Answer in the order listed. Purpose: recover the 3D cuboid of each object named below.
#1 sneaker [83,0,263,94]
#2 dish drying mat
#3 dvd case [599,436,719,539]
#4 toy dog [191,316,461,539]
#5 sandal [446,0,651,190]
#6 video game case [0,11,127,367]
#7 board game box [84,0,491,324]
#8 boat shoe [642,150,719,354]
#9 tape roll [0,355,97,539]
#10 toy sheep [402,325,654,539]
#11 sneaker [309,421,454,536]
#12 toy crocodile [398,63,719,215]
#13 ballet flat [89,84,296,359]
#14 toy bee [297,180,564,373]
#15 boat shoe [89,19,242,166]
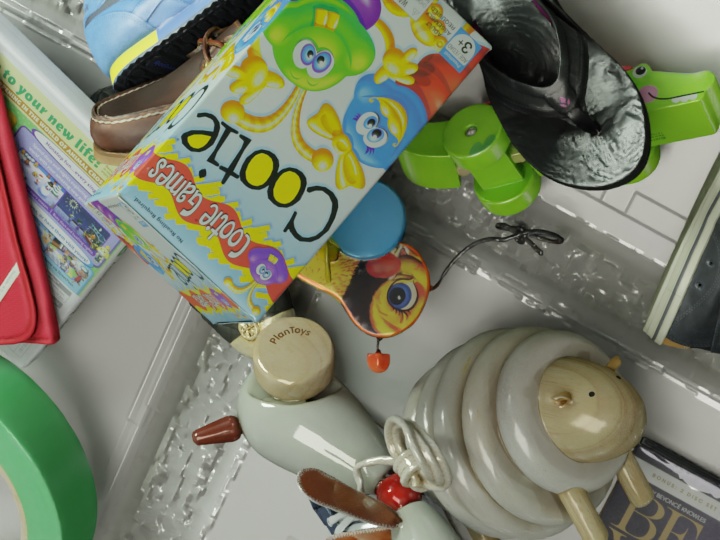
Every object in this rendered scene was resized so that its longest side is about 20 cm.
[{"bbox_3d":[-0.079,-0.182,1.608,0.200,0.066,0.079,-31,66,16],"label":"sneaker"},{"bbox_3d":[-0.236,-0.047,1.665,0.077,0.018,0.201,1,115,29],"label":"dish drying mat"},{"bbox_3d":[0.194,0.218,1.684,0.148,0.016,0.200,29,115,8],"label":"dvd case"},{"bbox_3d":[-0.025,0.121,1.613,0.096,0.200,0.132,-30,131,-15],"label":"toy dog"},{"bbox_3d":[0.089,-0.126,1.531,0.075,0.048,0.201,-38,67,15],"label":"sandal"},{"bbox_3d":[-0.230,-0.063,1.679,0.200,0.022,0.182,44,127,2],"label":"video game case"},{"bbox_3d":[-0.041,-0.079,1.501,0.103,0.105,0.200,42,78,-11],"label":"board game box"},{"bbox_3d":[0.222,-0.035,1.554,0.062,0.075,0.200,24,120,4],"label":"boat shoe"},{"bbox_3d":[-0.267,0.135,1.770,0.200,0.048,0.201,14,125,20],"label":"tape roll"},{"bbox_3d":[0.091,0.099,1.616,0.200,0.138,0.138,-20,102,46],"label":"toy sheep"},{"bbox_3d":[0.013,0.178,1.680,0.070,0.109,0.200,-34,95,26],"label":"sneaker"},{"bbox_3d":[0.113,-0.083,1.582,0.199,0.062,0.068,-13,144,21],"label":"toy crocodile"},{"bbox_3d":[-0.108,-0.023,1.675,0.066,0.057,0.200,-34,93,27],"label":"ballet flat"},{"bbox_3d":[0.000,0.000,1.604,0.199,0.131,0.109,16,87,23],"label":"toy bee"},{"bbox_3d":[-0.064,-0.114,1.596,0.199,0.070,0.071,-15,119,-8],"label":"boat shoe"}]
